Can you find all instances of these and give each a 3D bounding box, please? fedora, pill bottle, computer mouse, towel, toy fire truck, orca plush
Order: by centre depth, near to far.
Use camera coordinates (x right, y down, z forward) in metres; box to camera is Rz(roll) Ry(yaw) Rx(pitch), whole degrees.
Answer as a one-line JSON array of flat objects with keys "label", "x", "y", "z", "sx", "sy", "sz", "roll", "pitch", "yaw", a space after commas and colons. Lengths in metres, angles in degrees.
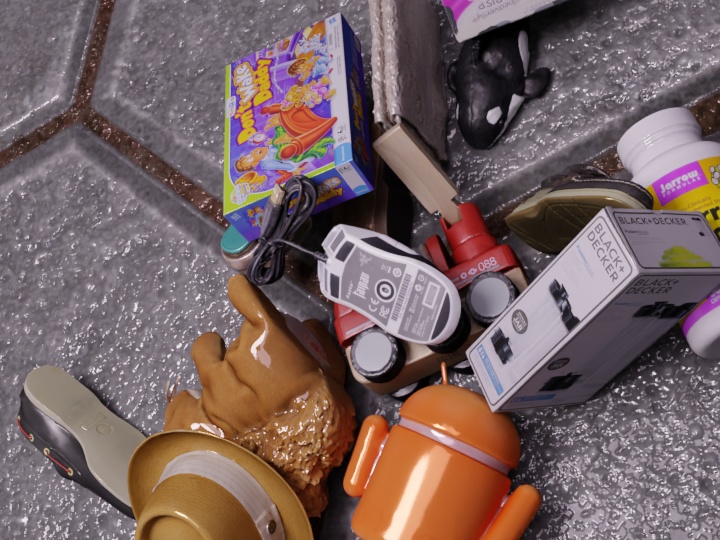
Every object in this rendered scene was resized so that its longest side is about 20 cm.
[{"label": "pill bottle", "x": 0.289, "y": -0.036, "z": 0.946, "sx": 0.103, "sy": 0.104, "sz": 0.202, "roll": -25, "pitch": 64, "yaw": 12}, {"label": "computer mouse", "x": 0.000, "y": 0.000, "z": 0.958, "sx": 0.198, "sy": 0.044, "sz": 0.111, "roll": 27, "pitch": 113, "yaw": 17}, {"label": "fedora", "x": -0.137, "y": 0.238, "z": 0.978, "sx": 0.198, "sy": 0.203, "sz": 0.082, "roll": 2, "pitch": 28, "yaw": 23}, {"label": "toy fire truck", "x": 0.049, "y": -0.009, "z": 1.022, "sx": 0.175, "sy": 0.129, "sz": 0.202, "roll": -26, "pitch": 63, "yaw": 13}, {"label": "towel", "x": 0.047, "y": -0.204, "z": 1.092, "sx": 0.034, "sy": 0.132, "sz": 0.202, "roll": -12, "pitch": 68, "yaw": 22}, {"label": "orca plush", "x": 0.139, "y": -0.224, "z": 1.095, "sx": 0.105, "sy": 0.071, "sz": 0.201, "roll": 29, "pitch": 84, "yaw": 28}]

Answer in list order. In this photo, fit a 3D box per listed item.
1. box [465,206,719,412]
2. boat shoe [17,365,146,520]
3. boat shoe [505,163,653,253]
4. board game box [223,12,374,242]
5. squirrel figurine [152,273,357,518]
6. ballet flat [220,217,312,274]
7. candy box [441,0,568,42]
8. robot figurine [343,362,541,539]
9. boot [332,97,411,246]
[{"label": "box", "x": 0.188, "y": 0.035, "z": 0.901, "sx": 0.200, "sy": 0.116, "sz": 0.061, "roll": -52, "pitch": 50, "yaw": 41}, {"label": "boat shoe", "x": -0.269, "y": 0.182, "z": 1.126, "sx": 0.201, "sy": 0.073, "sz": 0.064, "roll": 39, "pitch": 124, "yaw": 19}, {"label": "boat shoe", "x": 0.190, "y": -0.061, "z": 0.963, "sx": 0.071, "sy": 0.201, "sz": 0.066, "roll": 35, "pitch": 77, "yaw": -11}, {"label": "board game box", "x": -0.061, "y": -0.137, "z": 1.053, "sx": 0.133, "sy": 0.045, "sz": 0.202, "roll": -21, "pitch": 48, "yaw": 19}, {"label": "squirrel figurine", "x": -0.102, "y": 0.142, "z": 1.030, "sx": 0.186, "sy": 0.141, "sz": 0.201, "roll": -41, "pitch": 59, "yaw": 11}, {"label": "ballet flat", "x": -0.059, "y": -0.076, "z": 1.086, "sx": 0.201, "sy": 0.067, "sz": 0.068, "roll": -52, "pitch": 42, "yaw": -10}, {"label": "candy box", "x": 0.140, "y": -0.320, "z": 1.093, "sx": 0.135, "sy": 0.061, "sz": 0.201, "roll": -19, "pitch": 41, "yaw": 15}, {"label": "robot figurine", "x": 0.067, "y": 0.186, "z": 0.953, "sx": 0.143, "sy": 0.116, "sz": 0.202, "roll": 9, "pitch": 73, "yaw": 60}, {"label": "boot", "x": 0.012, "y": -0.116, "z": 1.114, "sx": 0.075, "sy": 0.073, "sz": 0.203, "roll": -3, "pitch": 72, "yaw": 32}]
